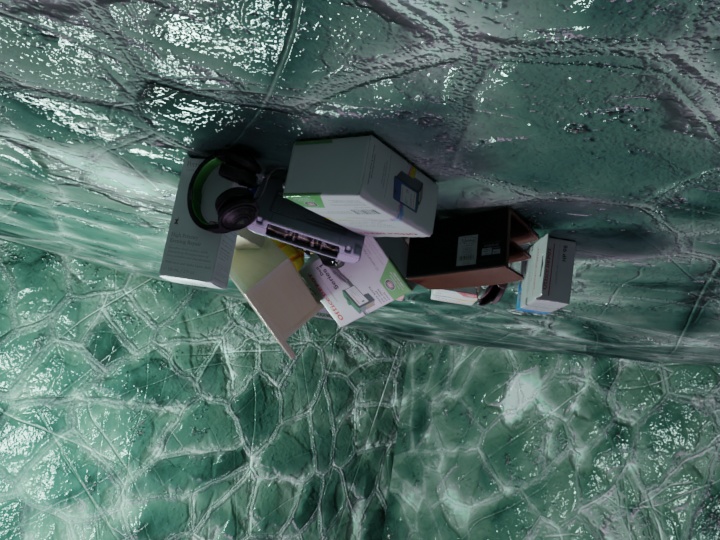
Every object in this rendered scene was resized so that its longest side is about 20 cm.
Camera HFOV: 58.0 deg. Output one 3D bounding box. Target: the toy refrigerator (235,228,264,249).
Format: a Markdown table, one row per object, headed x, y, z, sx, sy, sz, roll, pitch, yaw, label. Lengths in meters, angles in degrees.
| x | y | z | sx | sy | sz | roll | pitch | yaw | label |
| --- | --- | --- | --- | --- | --- | --- | --- | --- | --- |
| -0.267 | -0.084 | 1.224 | 0.196 | 0.072 | 0.075 | -2 | 159 | 40 | toy refrigerator |

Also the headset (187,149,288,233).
| x | y | z | sx | sy | sz | roll | pitch | yaw | label |
| --- | --- | --- | --- | --- | --- | --- | --- | --- | --- |
| -0.180 | -0.122 | 1.011 | 0.195 | 0.128 | 0.093 | -5 | 167 | 29 | headset |

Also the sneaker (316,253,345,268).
| x | y | z | sx | sy | sz | roll | pitch | yaw | label |
| --- | --- | --- | --- | --- | --- | --- | --- | --- | --- |
| -0.094 | -0.071 | 1.153 | 0.112 | 0.078 | 0.200 | 14 | -157 | -35 | sneaker |

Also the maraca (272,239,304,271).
| x | y | z | sx | sy | sz | roll | pitch | yaw | label |
| --- | --- | --- | --- | --- | --- | --- | --- | --- | --- |
| -0.175 | -0.016 | 1.396 | 0.134 | 0.205 | 0.107 | 4 | 151 | -34 | maraca |

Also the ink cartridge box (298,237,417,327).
| x | y | z | sx | sy | sz | roll | pitch | yaw | label |
| --- | --- | --- | --- | --- | --- | --- | --- | --- | --- |
| 0.000 | 0.000 | 1.226 | 0.198 | 0.085 | 0.147 | -30 | 103 | 38 | ink cartridge box |

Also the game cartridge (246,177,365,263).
| x | y | z | sx | sy | sz | roll | pitch | yaw | label |
| --- | --- | --- | --- | --- | --- | --- | --- | --- | --- |
| -0.084 | -0.088 | 1.086 | 0.194 | 0.135 | 0.041 | 18 | 132 | -4 | game cartridge |

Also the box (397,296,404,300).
| x | y | z | sx | sy | sz | roll | pitch | yaw | label |
| --- | --- | --- | --- | --- | --- | --- | --- | --- | --- |
| 0.016 | 0.003 | 1.555 | 0.194 | 0.106 | 0.095 | 11 | 170 | 1 | box |

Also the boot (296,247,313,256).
| x | y | z | sx | sy | sz | roll | pitch | yaw | label |
| --- | --- | --- | --- | --- | --- | --- | --- | --- | --- |
| -0.062 | -0.034 | 1.355 | 0.199 | 0.074 | 0.150 | 41 | -178 | 41 | boot |

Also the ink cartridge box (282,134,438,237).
| x | y | z | sx | sy | sz | roll | pitch | yaw | label |
| --- | --- | --- | --- | --- | --- | --- | --- | --- | --- |
| 0.006 | -0.116 | 0.951 | 0.142 | 0.090 | 0.198 | 4 | 167 | 37 | ink cartridge box |

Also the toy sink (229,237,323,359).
| x | y | z | sx | sy | sz | roll | pitch | yaw | label |
| --- | --- | --- | --- | --- | --- | --- | --- | --- | --- |
| -0.156 | 0.046 | 1.249 | 0.130 | 0.111 | 0.202 | 40 | 163 | 50 | toy sink |

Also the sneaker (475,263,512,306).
| x | y | z | sx | sy | sz | roll | pitch | yaw | label |
| --- | --- | --- | --- | --- | --- | --- | --- | --- | --- |
| 0.241 | 0.016 | 1.361 | 0.074 | 0.119 | 0.199 | 13 | 169 | -24 | sneaker |

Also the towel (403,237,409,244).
| x | y | z | sx | sy | sz | roll | pitch | yaw | label |
| --- | --- | --- | --- | --- | --- | --- | --- | --- | --- |
| 0.130 | -0.036 | 1.275 | 0.196 | 0.023 | 0.143 | 17 | 141 | -33 | towel |

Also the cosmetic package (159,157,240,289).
| x | y | z | sx | sy | sz | roll | pitch | yaw | label |
| --- | --- | --- | --- | --- | --- | --- | --- | --- | --- |
| -0.258 | -0.078 | 1.082 | 0.098 | 0.207 | 0.074 | 6 | 171 | 11 | cosmetic package |

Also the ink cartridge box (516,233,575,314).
| x | y | z | sx | sy | sz | roll | pitch | yaw | label |
| --- | --- | --- | --- | --- | --- | --- | --- | --- | --- |
| 0.352 | 0.011 | 1.224 | 0.065 | 0.120 | 0.200 | 9 | 171 | 2 | ink cartridge box |

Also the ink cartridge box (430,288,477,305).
| x | y | z | sx | sy | sz | roll | pitch | yaw | label |
| --- | --- | --- | --- | --- | --- | --- | --- | --- | --- |
| 0.240 | 0.040 | 1.637 | 0.113 | 0.070 | 0.200 | 9 | 170 | 4 | ink cartridge box |

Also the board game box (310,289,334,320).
| x | y | z | sx | sy | sz | roll | pitch | yaw | label |
| --- | --- | --- | --- | --- | --- | --- | --- | --- | --- |
| -0.148 | 0.048 | 1.489 | 0.197 | 0.035 | 0.127 | 15 | -150 | -45 | board game box |

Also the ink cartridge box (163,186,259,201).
| x | y | z | sx | sy | sz | roll | pitch | yaw | label |
| --- | --- | --- | --- | --- | --- | --- | --- | --- | --- |
| -0.245 | -0.129 | 1.263 | 0.195 | 0.042 | 0.199 | 3 | 167 | 31 | ink cartridge box |

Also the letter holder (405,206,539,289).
| x | y | z | sx | sy | sz | roll | pitch | yaw | label |
| --- | --- | --- | --- | --- | --- | --- | --- | --- | --- |
| 0.200 | -0.023 | 1.140 | 0.196 | 0.104 | 0.141 | -7 | 157 | 39 | letter holder |

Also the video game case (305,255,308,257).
| x | y | z | sx | sy | sz | roll | pitch | yaw | label |
| --- | --- | --- | --- | --- | --- | --- | --- | --- | --- |
| -0.213 | -0.068 | 1.630 | 0.194 | 0.024 | 0.182 | 4 | 168 | 25 | video game case |
